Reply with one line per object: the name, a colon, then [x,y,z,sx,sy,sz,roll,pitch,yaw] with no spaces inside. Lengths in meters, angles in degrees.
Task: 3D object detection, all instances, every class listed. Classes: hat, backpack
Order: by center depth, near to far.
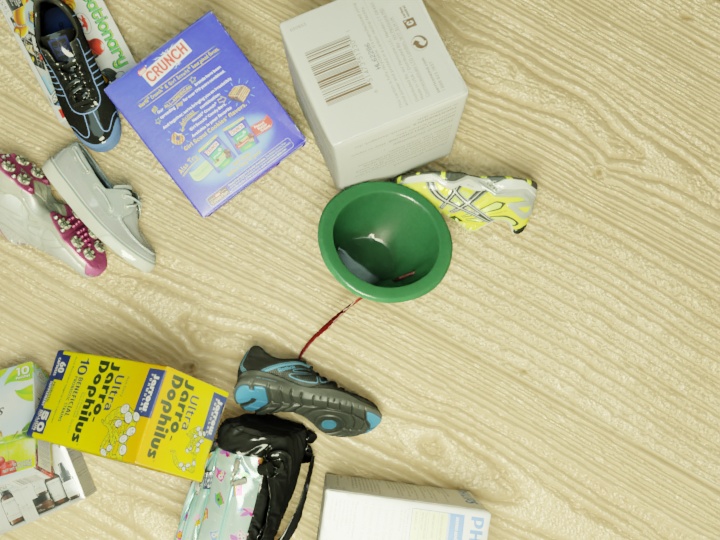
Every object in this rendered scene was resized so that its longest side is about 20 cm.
backpack: [-0.145,0.282,0.935,0.126,0.167,0.201,17,89,19]
hat: [0.000,0.000,0.998,0.199,0.176,0.166,-14,70,-22]

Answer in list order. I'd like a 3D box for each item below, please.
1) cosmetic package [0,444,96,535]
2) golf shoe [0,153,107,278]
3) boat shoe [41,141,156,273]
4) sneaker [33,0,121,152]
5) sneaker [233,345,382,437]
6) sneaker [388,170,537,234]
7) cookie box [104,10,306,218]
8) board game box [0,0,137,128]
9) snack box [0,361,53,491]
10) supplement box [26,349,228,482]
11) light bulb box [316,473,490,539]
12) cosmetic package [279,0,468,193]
cosmetic package: [-0.450,0.288,0.966,0.199,0.051,0.083,-23,86,-3]
golf shoe: [-0.416,-0.057,0.990,0.091,0.075,0.200,-42,90,17]
boat shoe: [-0.325,-0.086,0.986,0.071,0.070,0.201,-43,86,0]
sneaker: [-0.364,-0.249,0.957,0.070,0.078,0.201,-23,88,-4]
sneaker: [-0.061,0.152,0.974,0.200,0.082,0.073,22,126,-19]
sneaker: [0.131,-0.090,0.999,0.199,0.075,0.077,5,96,5]
cookie box: [-0.195,-0.198,0.981,0.171,0.075,0.200,-37,98,-4]
board game box: [-0.387,-0.309,1.017,0.126,0.035,0.200,-29,88,-4]
snack box: [-0.489,0.210,0.941,0.199,0.053,0.143,-16,59,-1]
supplement box: [-0.275,0.169,0.895,0.199,0.109,0.109,2,68,33]
light bulb box: [0.041,0.369,0.937,0.199,0.125,0.199,8,85,-2]
cosmetic package: [0.015,-0.216,0.931,0.166,0.200,0.168,-23,79,-4]
